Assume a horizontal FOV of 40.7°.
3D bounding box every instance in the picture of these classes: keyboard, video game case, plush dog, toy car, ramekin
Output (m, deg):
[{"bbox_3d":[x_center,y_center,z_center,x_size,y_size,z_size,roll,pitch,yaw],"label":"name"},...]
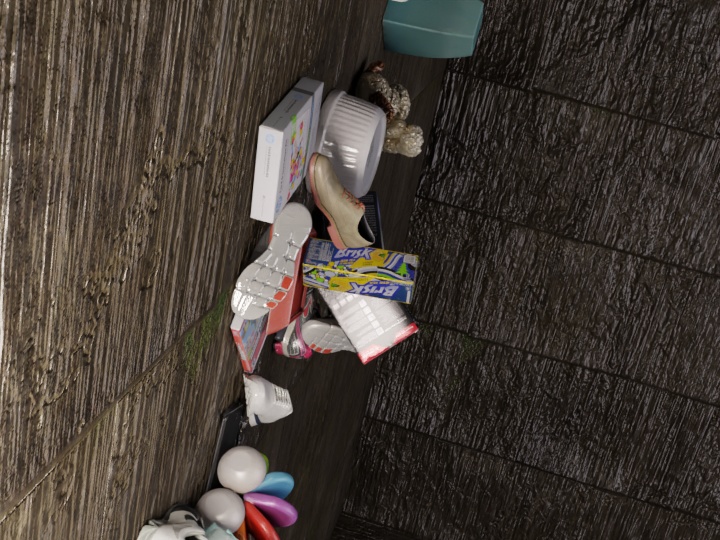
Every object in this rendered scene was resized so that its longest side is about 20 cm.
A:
[{"bbox_3d":[-0.237,0.325,1.695,0.127,0.021,0.201,-22,128,-73],"label":"keyboard"},{"bbox_3d":[-0.176,0.075,1.640,0.200,0.017,0.143,89,18,-64],"label":"video game case"},{"bbox_3d":[0.033,-0.336,2.014,0.172,0.160,0.200,75,1,-48],"label":"plush dog"},{"bbox_3d":[-0.184,0.409,1.648,0.175,0.149,0.200,88,23,-52],"label":"toy car"},{"bbox_3d":[-0.023,-0.229,1.813,0.200,0.105,0.201,16,90,-83],"label":"ramekin"}]

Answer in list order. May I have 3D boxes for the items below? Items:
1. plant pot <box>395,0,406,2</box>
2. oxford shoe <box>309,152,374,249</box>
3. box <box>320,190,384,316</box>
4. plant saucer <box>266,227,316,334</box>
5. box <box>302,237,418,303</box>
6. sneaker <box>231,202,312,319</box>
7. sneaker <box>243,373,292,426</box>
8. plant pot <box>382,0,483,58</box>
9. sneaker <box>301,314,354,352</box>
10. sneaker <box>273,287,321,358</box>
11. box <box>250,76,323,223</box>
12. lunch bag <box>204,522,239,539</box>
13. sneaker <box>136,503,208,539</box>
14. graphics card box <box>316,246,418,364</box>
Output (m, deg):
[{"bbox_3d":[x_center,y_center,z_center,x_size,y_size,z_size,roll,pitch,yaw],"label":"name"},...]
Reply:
[{"bbox_3d":[-0.010,-0.444,1.203,0.200,0.195,0.197,-78,-178,-80],"label":"plant pot"},{"bbox_3d":[-0.028,-0.120,1.642,0.200,0.075,0.071,65,35,-41],"label":"oxford shoe"},{"bbox_3d":[-0.016,-0.023,1.974,0.200,0.123,0.199,92,-6,-61],"label":"box"},{"bbox_3d":[-0.120,0.009,1.757,0.200,0.037,0.200,-36,137,-82],"label":"plant saucer"},{"bbox_3d":[0.000,0.000,1.728,0.070,0.199,0.064,93,8,-56],"label":"box"},{"bbox_3d":[-0.141,-0.011,1.527,0.200,0.077,0.082,-60,-164,-11],"label":"sneaker"},{"bbox_3d":[-0.164,0.226,1.722,0.200,0.080,0.077,94,-8,-73],"label":"sneaker"},{"bbox_3d":[0.165,-0.556,2.150,0.141,0.199,0.142,75,32,-75],"label":"plant pot"},{"bbox_3d":[-0.046,0.110,1.898,0.077,0.082,0.200,-39,147,28],"label":"sneaker"},{"bbox_3d":[-0.108,0.079,1.925,0.081,0.074,0.201,73,32,-75],"label":"sneaker"},{"bbox_3d":[-0.112,-0.189,1.494,0.200,0.041,0.156,-61,165,-55],"label":"box"},{"bbox_3d":[-0.219,0.514,1.488,0.200,0.170,0.122,-55,168,-9],"label":"lunch bag"},{"bbox_3d":[-0.261,0.399,1.430,0.200,0.088,0.074,9,95,-84],"label":"sneaker"},{"bbox_3d":[0.006,0.056,1.801,0.125,0.200,0.051,-33,-179,7],"label":"graphics card box"}]
